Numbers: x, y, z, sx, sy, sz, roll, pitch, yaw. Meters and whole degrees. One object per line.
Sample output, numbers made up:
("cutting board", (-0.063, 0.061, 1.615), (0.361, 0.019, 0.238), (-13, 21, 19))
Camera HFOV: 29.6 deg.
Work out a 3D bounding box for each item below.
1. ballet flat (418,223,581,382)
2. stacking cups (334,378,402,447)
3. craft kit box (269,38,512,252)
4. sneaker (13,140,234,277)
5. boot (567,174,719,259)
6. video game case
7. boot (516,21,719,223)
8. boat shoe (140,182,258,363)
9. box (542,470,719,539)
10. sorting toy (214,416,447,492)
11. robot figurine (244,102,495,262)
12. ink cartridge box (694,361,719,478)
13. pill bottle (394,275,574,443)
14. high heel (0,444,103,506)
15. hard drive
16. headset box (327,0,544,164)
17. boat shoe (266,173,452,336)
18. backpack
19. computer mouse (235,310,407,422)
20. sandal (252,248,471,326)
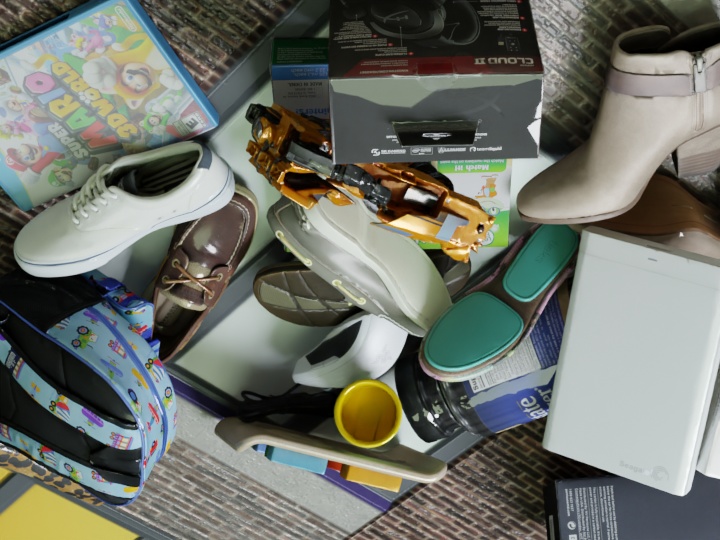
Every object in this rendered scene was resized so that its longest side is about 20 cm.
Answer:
("ballet flat", (0.122, 0.036, 1.185), (0.069, 0.200, 0.071), (37, 154, 14))
("stacking cups", (0.008, 0.135, 1.277), (0.060, 0.061, 0.200), (-2, 173, 1))
("craft kit box", (0.030, -0.103, 1.141), (0.199, 0.049, 0.198), (-1, 129, 0))
("sneaker", (-0.207, -0.060, 1.144), (0.199, 0.073, 0.071), (-24, 148, 3))
("boot", (0.286, -0.015, 1.210), (0.199, 0.070, 0.146), (-2, 141, 13))
("video game case", (-0.238, -0.136, 1.124), (0.199, 0.018, 0.143), (-21, 129, 18))
("boot", (0.214, -0.123, 1.092), (0.199, 0.070, 0.146), (-18, 137, -2))
("boat shoe", (-0.148, 0.008, 1.217), (0.072, 0.072, 0.200), (23, 128, -20))
("box", (0.281, 0.258, 1.365), (0.181, 0.105, 0.200), (-4, 169, 3))
("sorting toy", (-0.035, 0.178, 1.320), (0.199, 0.185, 0.037), (11, 86, -13))
("robot figurine", (0.000, -0.070, 1.050), (0.199, 0.145, 0.058), (18, 104, -30))
("ink cartridge box", (0.342, 0.116, 1.240), (0.128, 0.200, 0.126), (14, 93, -11))
("pill bottle", (0.138, 0.088, 1.266), (0.199, 0.112, 0.112), (-23, 128, 19))
("high heel", (-0.352, 0.204, 1.388), (0.199, 0.072, 0.143), (-10, 126, -4))
("hard drive", (0.233, 0.076, 1.149), (0.131, 0.026, 0.201), (17, 109, 27))
("headset box", (0.051, -0.153, 0.990), (0.148, 0.200, 0.077), (-2, 132, 0))
("boat shoe", (0.004, -0.004, 1.157), (0.060, 0.072, 0.202), (-24, 129, 32))
("backpack", (-0.239, 0.099, 1.202), (0.200, 0.134, 0.183), (30, 132, 23))
("computer mouse", (-0.024, 0.097, 1.279), (0.109, 0.044, 0.200), (7, 147, -36))
("sandal", (0.000, 0.000, 1.231), (0.199, 0.055, 0.082), (-12, 139, -9))
